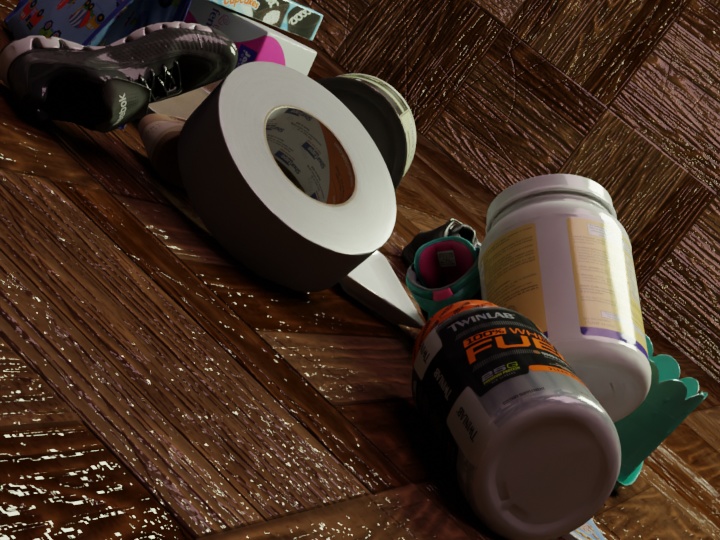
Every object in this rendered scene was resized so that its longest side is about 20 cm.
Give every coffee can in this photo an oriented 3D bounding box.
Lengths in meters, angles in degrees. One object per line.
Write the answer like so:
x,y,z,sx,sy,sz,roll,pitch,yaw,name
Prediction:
-0.015,-0.137,1.496,0.146,0.147,0.200,37,10,-1,coffee can

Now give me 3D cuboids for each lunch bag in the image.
-0.224,-0.261,1.274,0.094,0.201,0.151,27,15,-41,lunch bag

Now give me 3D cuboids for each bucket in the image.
0.239,0.117,1.417,0.206,0.135,0.207,36,11,-8,bucket

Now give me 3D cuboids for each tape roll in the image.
-0.062,-0.084,1.216,0.199,0.066,0.202,29,42,-29,tape roll

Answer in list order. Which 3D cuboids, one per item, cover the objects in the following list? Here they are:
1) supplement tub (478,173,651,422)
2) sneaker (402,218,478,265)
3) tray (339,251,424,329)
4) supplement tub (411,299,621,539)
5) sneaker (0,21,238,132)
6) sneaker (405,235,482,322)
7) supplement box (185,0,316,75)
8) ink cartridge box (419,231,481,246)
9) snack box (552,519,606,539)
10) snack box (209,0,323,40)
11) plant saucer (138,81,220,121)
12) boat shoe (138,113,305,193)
0.182,0.029,1.257,0.145,0.145,0.202,30,45,-37,supplement tub
0.105,-0.021,1.679,0.076,0.091,0.200,33,10,-11,sneaker
0.000,0.000,1.420,0.107,0.022,0.200,33,12,-22,tray
0.111,0.107,1.064,0.122,0.123,0.200,33,11,-25,supplement tub
-0.192,-0.152,1.129,0.197,0.067,0.091,-8,44,-17,sneaker
0.097,0.024,1.377,0.200,0.083,0.122,-56,130,-77,sneaker
-0.165,-0.257,1.620,0.199,0.102,0.103,30,10,32,supplement box
0.197,0.017,1.961,0.199,0.044,0.198,31,13,-32,ink cartridge box
0.150,0.182,1.148,0.072,0.024,0.200,35,11,-24,snack box
-0.149,-0.327,1.612,0.116,0.037,0.199,32,13,36,snack box
-0.184,-0.177,1.429,0.199,0.032,0.201,28,26,-15,plant saucer
-0.121,-0.098,1.292,0.199,0.072,0.065,26,16,-45,boat shoe
